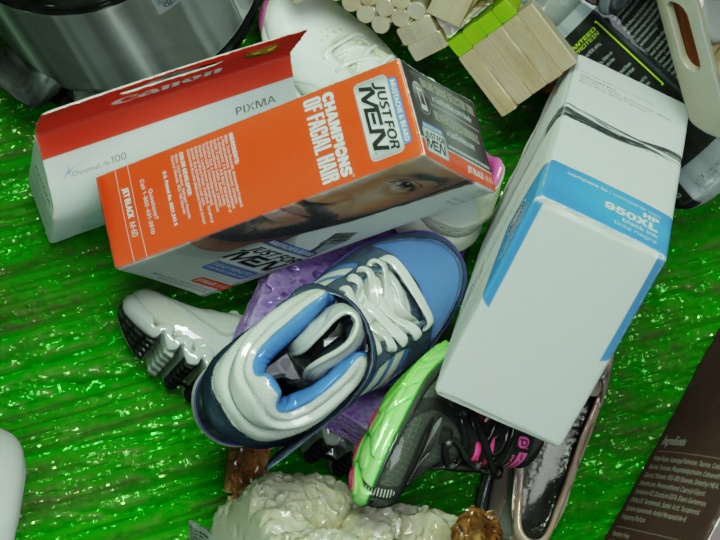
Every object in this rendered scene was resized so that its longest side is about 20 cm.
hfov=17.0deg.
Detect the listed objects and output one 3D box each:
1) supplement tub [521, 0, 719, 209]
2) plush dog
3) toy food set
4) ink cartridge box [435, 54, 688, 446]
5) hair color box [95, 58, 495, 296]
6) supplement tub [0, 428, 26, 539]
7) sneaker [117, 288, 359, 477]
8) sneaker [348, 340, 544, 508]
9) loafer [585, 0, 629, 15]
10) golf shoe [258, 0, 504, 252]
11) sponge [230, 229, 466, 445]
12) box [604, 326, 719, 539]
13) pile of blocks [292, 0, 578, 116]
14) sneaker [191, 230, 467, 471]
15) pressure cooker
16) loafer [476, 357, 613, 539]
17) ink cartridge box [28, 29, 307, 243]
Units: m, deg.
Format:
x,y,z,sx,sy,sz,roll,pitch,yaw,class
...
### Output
x,y,z,sx,sy,sz,roll,pitch,yaw,class
0.171,-0.144,1.518,0.200,0.123,0.123,42,81,-9,supplement tub
-0.003,0.184,1.468,0.172,0.200,0.160,15,50,-22,plush dog
0.234,-0.195,1.420,0.200,0.060,0.144,-53,136,-35,toy food set
0.122,-0.016,1.413,0.084,0.200,0.145,25,121,-2,ink cartridge box
-0.037,-0.050,1.389,0.200,0.111,0.064,-21,73,21,hair color box
-0.304,0.144,1.396,0.200,0.140,0.140,12,86,-12,supplement tub
-0.057,0.057,1.496,0.200,0.075,0.081,29,70,-14,sneaker
0.067,0.087,1.430,0.084,0.077,0.200,42,44,14,sneaker
0.169,-0.230,1.446,0.063,0.072,0.200,29,56,11,loafer
0.018,-0.105,1.471,0.075,0.092,0.200,-38,86,-29,golf shoe
0.000,0.000,1.490,0.112,0.030,0.200,30,61,-12,sponge
0.279,0.152,1.514,0.166,0.164,0.200,30,83,-10,box
0.039,-0.173,1.451,0.200,0.062,0.082,28,115,-3,pile of blocks
0.000,0.034,1.369,0.200,0.146,0.081,-32,92,-20,sneaker
-0.148,-0.191,1.416,0.176,0.200,0.179,-9,69,8,pressure cooker
0.127,0.085,1.533,0.072,0.063,0.200,15,86,-12,loafer
-0.111,-0.077,1.413,0.160,0.200,0.047,-19,85,-12,ink cartridge box
